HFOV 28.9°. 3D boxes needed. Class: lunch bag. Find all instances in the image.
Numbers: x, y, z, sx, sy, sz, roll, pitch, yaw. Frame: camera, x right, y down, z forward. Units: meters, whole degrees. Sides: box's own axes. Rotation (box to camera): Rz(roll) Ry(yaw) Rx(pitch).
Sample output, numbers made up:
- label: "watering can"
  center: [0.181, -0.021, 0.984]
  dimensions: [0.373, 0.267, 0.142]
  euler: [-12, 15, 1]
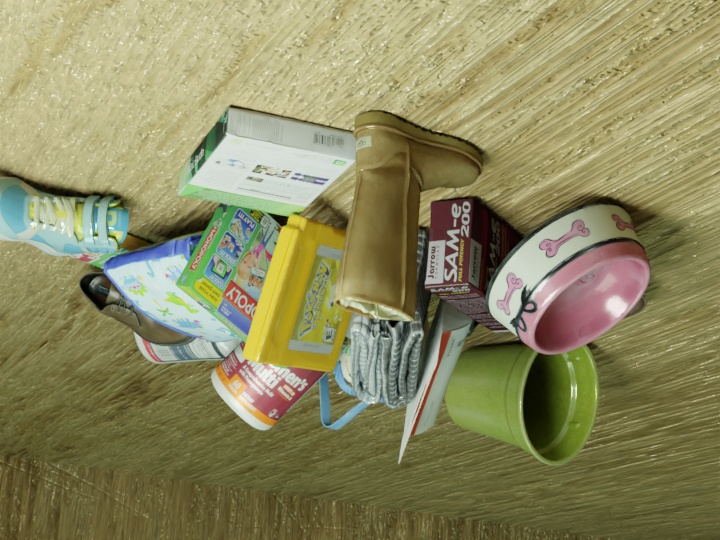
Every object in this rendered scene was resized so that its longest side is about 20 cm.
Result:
- label: "lunch bag"
  center: [-0.197, 0.009, 1.763]
  dimensions: [0.170, 0.128, 0.200]
  euler: [-13, 156, 42]

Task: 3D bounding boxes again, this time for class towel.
- label: "towel"
  center: [0.044, 0.058, 1.745]
  dimensions: [0.085, 0.166, 0.200]
  euler: [9, 147, 6]

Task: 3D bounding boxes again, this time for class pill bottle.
- label: "pill bottle"
  center: [-0.205, 0.067, 1.958]
  dimensions: [0.199, 0.120, 0.120]
  euler: [-5, 160, 24]
- label: "pill bottle"
  center: [-0.092, 0.106, 1.842]
  dimensions: [0.200, 0.110, 0.110]
  euler: [-45, 149, 6]

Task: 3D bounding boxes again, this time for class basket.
- label: "basket"
  center: [0.005, 0.108, 1.965]
  dimensions: [0.139, 0.177, 0.200]
  euler: [15, 140, -34]

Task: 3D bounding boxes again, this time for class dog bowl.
- label: "dog bowl"
  center: [0.249, 0.017, 1.622]
  dimensions: [0.200, 0.074, 0.200]
  euler: [-23, 147, -16]

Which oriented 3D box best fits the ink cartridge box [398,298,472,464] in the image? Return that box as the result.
- label: "ink cartridge box"
  center: [0.098, 0.137, 1.775]
  dimensions: [0.057, 0.163, 0.200]
  euler: [15, -155, -5]

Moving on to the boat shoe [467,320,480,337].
- label: "boat shoe"
  center: [0.150, 0.052, 1.924]
  dimensions: [0.057, 0.067, 0.200]
  euler: [6, 159, 9]

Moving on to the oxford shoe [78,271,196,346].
- label: "oxford shoe"
  center: [-0.303, 0.052, 1.892]
  dimensions: [0.199, 0.073, 0.084]
  euler: [17, 173, 28]

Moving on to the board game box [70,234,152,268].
- label: "board game box"
  center: [-0.310, -0.018, 1.871]
  dimensions: [0.095, 0.030, 0.200]
  euler: [-10, 160, 38]

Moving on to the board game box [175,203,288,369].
- label: "board game box"
  center: [-0.122, 0.013, 1.678]
  dimensions: [0.029, 0.135, 0.200]
  euler: [9, 156, 41]

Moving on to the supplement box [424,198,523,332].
- label: "supplement box"
  center: [0.149, -0.003, 1.688]
  dimensions: [0.061, 0.109, 0.200]
  euler: [-5, 161, 30]

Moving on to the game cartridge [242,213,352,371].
- label: "game cartridge"
  center: [-0.059, 0.031, 1.679]
  dimensions: [0.032, 0.177, 0.200]
  euler: [18, -179, 24]

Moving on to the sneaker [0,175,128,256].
- label: "sneaker"
  center: [-0.351, -0.067, 1.649]
  dimensions: [0.130, 0.080, 0.200]
  euler: [-2, 171, 22]

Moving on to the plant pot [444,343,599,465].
- label: "plant pot"
  center: [0.239, 0.192, 2.176]
  dimensions: [0.184, 0.201, 0.200]
  euler: [2, 166, 45]

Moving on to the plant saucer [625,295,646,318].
- label: "plant saucer"
  center: [0.283, 0.030, 1.881]
  dimensions: [0.199, 0.035, 0.200]
  euler: [3, 161, 1]

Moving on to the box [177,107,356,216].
- label: "box"
  center: [-0.105, -0.114, 1.522]
  dimensions: [0.144, 0.036, 0.200]
  euler: [10, 160, -20]

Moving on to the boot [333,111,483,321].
- label: "boot"
  center: [0.049, -0.044, 1.435]
  dimensions: [0.175, 0.201, 0.066]
  euler: [16, 158, -33]
